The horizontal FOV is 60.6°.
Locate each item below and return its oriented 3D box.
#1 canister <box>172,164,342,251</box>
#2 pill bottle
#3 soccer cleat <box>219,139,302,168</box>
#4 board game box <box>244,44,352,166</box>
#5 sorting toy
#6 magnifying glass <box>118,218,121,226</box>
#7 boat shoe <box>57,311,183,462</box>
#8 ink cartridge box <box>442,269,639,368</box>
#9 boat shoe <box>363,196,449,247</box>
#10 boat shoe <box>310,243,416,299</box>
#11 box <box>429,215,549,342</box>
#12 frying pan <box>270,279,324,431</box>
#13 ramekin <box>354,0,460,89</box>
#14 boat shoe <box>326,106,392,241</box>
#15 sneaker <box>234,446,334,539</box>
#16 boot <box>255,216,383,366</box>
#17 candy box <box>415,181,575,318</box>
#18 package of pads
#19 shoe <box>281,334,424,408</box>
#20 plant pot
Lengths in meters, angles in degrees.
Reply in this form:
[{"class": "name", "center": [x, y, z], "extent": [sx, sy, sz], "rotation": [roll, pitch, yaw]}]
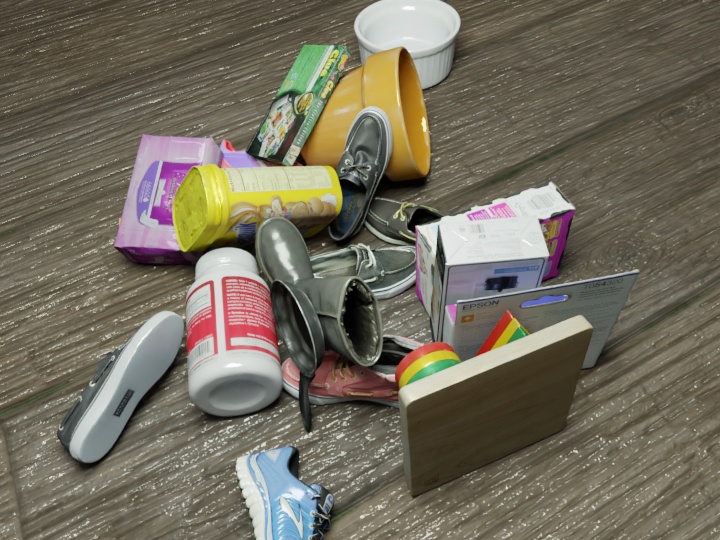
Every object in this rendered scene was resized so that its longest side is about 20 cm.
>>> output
[{"class": "canister", "center": [-0.142, -0.089, 0.858], "extent": [0.199, 0.148, 0.087], "rotation": [-8, 77, -33]}, {"class": "pill bottle", "center": [-0.165, 0.072, 0.787], "extent": [0.112, 0.113, 0.201], "rotation": [-11, 51, -5]}, {"class": "soccer cleat", "center": [-0.144, -0.166, 0.994], "extent": [0.199, 0.068, 0.074], "rotation": [9, 94, 15]}, {"class": "board game box", "center": [-0.096, -0.256, 0.944], "extent": [0.105, 0.023, 0.201], "rotation": [22, 83, 46]}, {"class": "sorting toy", "center": [0.128, 0.131, 0.660], "extent": [0.199, 0.199, 0.070], "rotation": [-19, 48, -11]}, {"class": "magnifying glass", "center": [-0.284, -0.092, 0.988], "extent": [0.199, 0.022, 0.080], "rotation": [-13, 52, -5]}, {"class": "boat shoe", "center": [-0.297, 0.132, 0.757], "extent": [0.066, 0.070, 0.201], "rotation": [20, 74, 27]}, {"class": "ink cartridge box", "center": [0.193, 0.064, 0.709], "extent": [0.195, 0.201, 0.043], "rotation": [-9, 50, -4]}, {"class": "boat shoe", "center": [0.085, -0.069, 0.915], "extent": [0.201, 0.061, 0.072], "rotation": [28, 58, 24]}, {"class": "boat shoe", "center": [0.000, 0.000, 0.858], "extent": [0.199, 0.071, 0.072], "rotation": [-16, 51, -9]}, {"class": "box", "center": [0.148, 0.028, 0.742], "extent": [0.116, 0.201, 0.060], "rotation": [-4, 52, -1]}, {"class": "frying pan", "center": [-0.060, 0.099, 0.696], "extent": [0.031, 0.191, 0.115], "rotation": [-21, 7, -24]}, {"class": "ramekin", "center": [0.090, -0.435, 1.189], "extent": [0.199, 0.098, 0.201], "rotation": [-2, 50, 2]}, {"class": "boat shoe", "center": [-0.008, -0.133, 0.885], "extent": [0.070, 0.201, 0.066], "rotation": [24, 26, 5]}, {"class": "sneaker", "center": [-0.064, 0.268, 0.641], "extent": [0.089, 0.079, 0.200], "rotation": [-22, 52, -10]}, {"class": "boot", "center": [-0.054, 0.017, 0.725], "extent": [0.072, 0.183, 0.200], "rotation": [-24, 8, -18]}, {"class": "candy box", "center": [0.174, -0.024, 0.823], "extent": [0.199, 0.137, 0.061], "rotation": [-19, 50, -12]}, {"class": "package of pads", "center": [-0.286, -0.109, 0.936], "extent": [0.120, 0.076, 0.201], "rotation": [3, 69, 7]}, {"class": "shoe", "center": [-0.007, 0.117, 0.751], "extent": [0.199, 0.091, 0.072], "rotation": [6, 51, 9]}, {"class": "plant pot", "center": [0.001, -0.234, 0.986], "extent": [0.182, 0.201, 0.201], "rotation": [-8, 49, 18]}]
